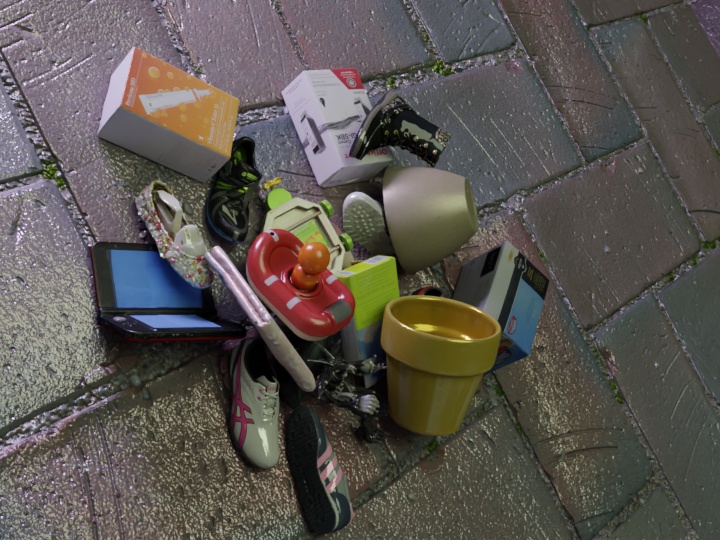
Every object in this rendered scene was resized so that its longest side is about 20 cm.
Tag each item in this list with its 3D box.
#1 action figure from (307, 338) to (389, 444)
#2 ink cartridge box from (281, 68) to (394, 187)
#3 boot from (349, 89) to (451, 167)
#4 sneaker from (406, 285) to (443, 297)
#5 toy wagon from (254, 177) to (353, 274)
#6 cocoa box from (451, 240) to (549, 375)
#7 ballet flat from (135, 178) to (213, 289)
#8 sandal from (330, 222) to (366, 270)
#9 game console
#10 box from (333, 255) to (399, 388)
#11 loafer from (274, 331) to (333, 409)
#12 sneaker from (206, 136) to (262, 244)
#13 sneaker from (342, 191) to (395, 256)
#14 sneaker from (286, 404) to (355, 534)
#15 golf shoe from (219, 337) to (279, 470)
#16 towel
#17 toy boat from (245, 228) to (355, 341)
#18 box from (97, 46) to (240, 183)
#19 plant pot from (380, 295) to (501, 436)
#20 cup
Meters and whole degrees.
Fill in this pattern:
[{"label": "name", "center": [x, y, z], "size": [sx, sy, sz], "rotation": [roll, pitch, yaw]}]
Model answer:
[{"label": "action figure", "center": [-0.007, 0.189, 1.563], "size": [0.201, 0.101, 0.120], "rotation": [58, 35, -40]}, {"label": "ink cartridge box", "center": [-0.041, -0.272, 1.818], "size": [0.146, 0.083, 0.202], "rotation": [-15, 78, -44]}, {"label": "boot", "center": [0.077, -0.239, 1.766], "size": [0.153, 0.074, 0.204], "rotation": [33, 43, 0]}, {"label": "sneaker", "center": [0.121, 0.118, 1.755], "size": [0.074, 0.084, 0.203], "rotation": [17, 59, -32]}, {"label": "toy wagon", "center": [-0.110, -0.066, 1.667], "size": [0.154, 0.040, 0.202], "rotation": [-30, 88, -28]}, {"label": "cocoa box", "center": [0.261, 0.073, 1.860], "size": [0.131, 0.133, 0.201], "rotation": [39, 49, -18]}, {"label": "ballet flat", "center": [-0.284, -0.061, 1.482], "size": [0.075, 0.064, 0.201], "rotation": [-15, 58, -48]}, {"label": "sandal", "center": [-0.004, 0.002, 1.721], "size": [0.077, 0.069, 0.213], "rotation": [-29, 88, -44]}, {"label": "game console", "center": [-0.286, 0.031, 1.442], "size": [0.198, 0.171, 0.121], "rotation": [1, 99, -38]}, {"label": "box", "center": [0.019, 0.087, 1.669], "size": [0.121, 0.047, 0.203], "rotation": [-22, 111, -43]}, {"label": "loafer", "center": [-0.087, 0.139, 1.593], "size": [0.202, 0.067, 0.071], "rotation": [-63, 144, -42]}, {"label": "sneaker", "center": [-0.209, -0.139, 1.613], "size": [0.070, 0.082, 0.202], "rotation": [19, 58, -31]}, {"label": "sneaker", "center": [0.014, -0.096, 1.749], "size": [0.200, 0.075, 0.082], "rotation": [52, 27, -59]}, {"label": "sneaker", "center": [-0.062, 0.313, 1.530], "size": [0.082, 0.070, 0.203], "rotation": [7, 66, -56]}, {"label": "golf shoe", "center": [-0.160, 0.203, 1.476], "size": [0.072, 0.092, 0.203], "rotation": [-5, 73, -41]}, {"label": "towel", "center": [-0.150, 0.075, 1.462], "size": [0.191, 0.032, 0.201], "rotation": [49, -7, 37]}, {"label": "toy boat", "center": [-0.088, 0.005, 1.536], "size": [0.200, 0.131, 0.130], "rotation": [42, 42, 14]}, {"label": "box", "center": [-0.311, -0.251, 1.575], "size": [0.198, 0.097, 0.126], "rotation": [23, 56, -29]}, {"label": "plant pot", "center": [0.124, 0.165, 1.632], "size": [0.199, 0.200, 0.192], "rotation": [-8, 115, -41]}, {"label": "cup", "center": [0.138, -0.107, 1.784], "size": [0.200, 0.141, 0.203], "rotation": [-12, 90, -75]}]
